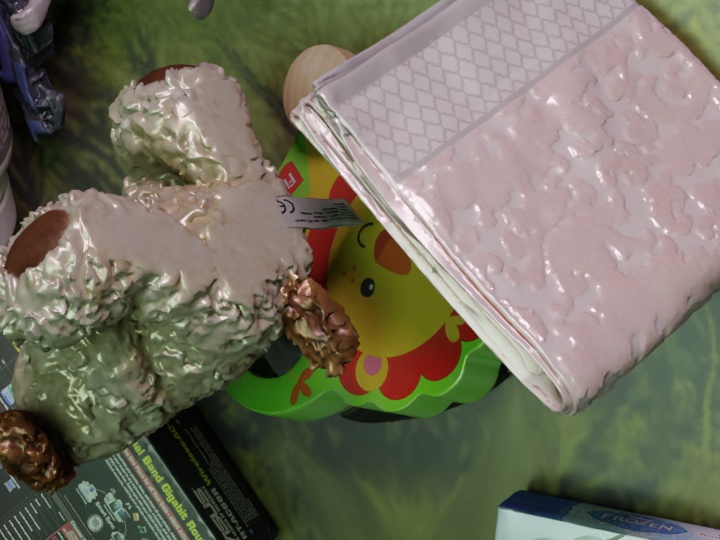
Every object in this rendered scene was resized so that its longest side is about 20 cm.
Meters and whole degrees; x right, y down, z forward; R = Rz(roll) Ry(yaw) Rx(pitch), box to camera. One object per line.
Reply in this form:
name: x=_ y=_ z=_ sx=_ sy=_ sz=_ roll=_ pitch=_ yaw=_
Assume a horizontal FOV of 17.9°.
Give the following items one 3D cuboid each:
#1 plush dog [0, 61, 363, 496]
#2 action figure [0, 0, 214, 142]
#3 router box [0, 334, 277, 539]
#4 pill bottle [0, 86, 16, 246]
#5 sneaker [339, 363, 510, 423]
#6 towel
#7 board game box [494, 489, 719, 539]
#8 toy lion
plush dog: x=-0.104 y=0.024 z=1.099 sx=0.160 sy=0.201 sz=0.172 roll=41 pitch=131 yaw=-11
action figure: x=-0.157 y=-0.175 z=1.214 sx=0.192 sy=0.105 sz=0.201 roll=6 pitch=126 yaw=29
router box: x=-0.162 y=0.112 z=1.263 sx=0.150 sy=0.062 sz=0.201 roll=-38 pitch=84 yaw=25
pill bottle: x=-0.245 y=-0.093 z=1.195 sx=0.113 sy=0.114 sz=0.201 roll=13 pitch=137 yaw=20
sneaker: x=0.054 y=-0.001 z=1.161 sx=0.200 sy=0.077 sz=0.089 roll=-45 pitch=57 yaw=22
towel: x=0.096 y=-0.054 z=1.061 sx=0.191 sy=0.200 sz=0.032 roll=48 pitch=146 yaw=9
board game box: x=0.158 y=0.229 z=1.158 sx=0.197 sy=0.043 sz=0.202 roll=10 pitch=103 yaw=21
toy lion: x=0.000 y=0.000 z=1.132 sx=0.200 sy=0.068 sz=0.192 roll=-48 pitch=53 yaw=23
